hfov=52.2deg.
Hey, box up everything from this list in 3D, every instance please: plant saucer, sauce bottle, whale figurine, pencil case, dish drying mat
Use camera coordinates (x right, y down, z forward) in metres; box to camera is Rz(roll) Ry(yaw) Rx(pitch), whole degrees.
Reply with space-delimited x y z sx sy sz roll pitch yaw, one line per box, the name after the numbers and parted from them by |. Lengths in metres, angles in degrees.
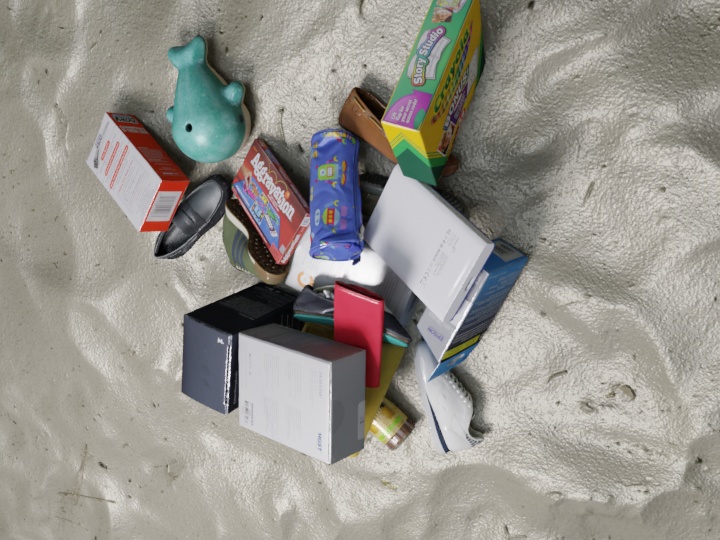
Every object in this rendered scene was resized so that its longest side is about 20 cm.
-0.053 0.173 1.197 0.199 0.048 0.201 18 77 35 | plant saucer
0.002 0.223 1.267 0.200 0.065 0.065 40 118 6 | sauce bottle
-0.262 -0.273 1.193 0.159 0.104 0.201 -11 102 26 | whale figurine
-0.034 -0.110 1.092 0.087 0.078 0.201 -9 72 25 | pencil case
-0.003 0.097 1.068 0.077 0.018 0.201 21 137 19 | dish drying mat

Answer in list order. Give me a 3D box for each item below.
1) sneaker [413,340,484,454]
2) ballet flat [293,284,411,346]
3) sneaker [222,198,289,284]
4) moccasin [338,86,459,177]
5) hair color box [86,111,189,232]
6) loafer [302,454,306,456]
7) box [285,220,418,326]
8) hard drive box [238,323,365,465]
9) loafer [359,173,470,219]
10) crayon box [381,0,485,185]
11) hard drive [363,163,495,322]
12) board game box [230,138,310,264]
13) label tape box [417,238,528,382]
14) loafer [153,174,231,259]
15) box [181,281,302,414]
0.140 0.203 1.205 0.080 0.076 0.201 -15 105 15 | sneaker
-0.010 0.059 1.108 0.199 0.073 0.073 12 111 25 | ballet flat
-0.180 -0.028 1.231 0.200 0.067 0.090 54 138 37 | sneaker
0.062 -0.207 1.100 0.201 0.074 0.078 38 126 18 | moccasin
-0.387 -0.171 1.268 0.200 0.064 0.111 46 120 25 | hair color box
-0.055 0.278 1.267 0.076 0.067 0.200 42 145 8 | loafer
0.000 0.000 1.175 0.199 0.097 0.125 27 116 12 | box
-0.091 0.179 1.099 0.199 0.077 0.157 12 106 41 | hard drive box
0.075 -0.094 1.133 0.199 0.075 0.070 21 120 26 | loafer
0.102 -0.238 0.964 0.058 0.173 0.201 19 80 16 | crayon box
0.089 -0.042 1.035 0.200 0.025 0.132 48 124 36 | hard drive
-0.146 -0.114 1.188 0.103 0.019 0.200 -56 50 26 | board game box
0.154 0.057 1.096 0.066 0.143 0.200 39 119 23 | label tape box
-0.296 -0.088 1.286 0.068 0.070 0.201 46 120 2 | loafer
-0.195 0.124 1.235 0.104 0.200 0.149 19 113 27 | box
